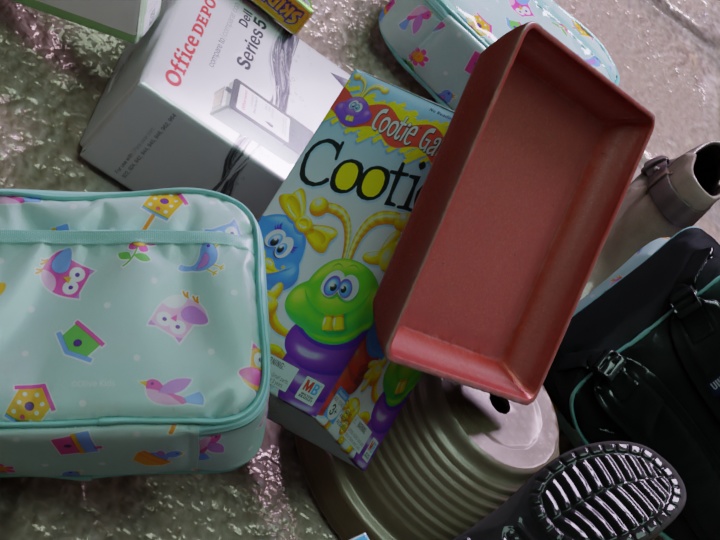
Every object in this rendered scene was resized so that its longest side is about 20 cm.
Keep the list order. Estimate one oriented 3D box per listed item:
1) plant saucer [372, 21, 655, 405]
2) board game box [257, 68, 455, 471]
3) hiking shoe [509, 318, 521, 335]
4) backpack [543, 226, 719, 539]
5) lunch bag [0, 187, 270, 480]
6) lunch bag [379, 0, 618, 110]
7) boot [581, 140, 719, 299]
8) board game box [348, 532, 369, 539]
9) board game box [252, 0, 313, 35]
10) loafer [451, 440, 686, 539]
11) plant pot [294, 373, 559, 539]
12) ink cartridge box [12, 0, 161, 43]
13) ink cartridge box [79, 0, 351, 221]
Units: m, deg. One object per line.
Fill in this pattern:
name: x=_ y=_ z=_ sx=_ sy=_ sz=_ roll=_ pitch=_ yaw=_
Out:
plant saucer: x=0.087 y=-0.030 z=1.042 sx=0.037 sy=0.200 sz=0.200 roll=24 pitch=1 yaw=33
board game box: x=0.000 y=0.000 z=1.072 sx=0.103 sy=0.201 sz=0.105 roll=26 pitch=-13 yaw=25
hiking shoe: x=0.087 y=0.020 z=1.215 sx=0.200 sy=0.086 sz=0.075 roll=-7 pitch=87 yaw=-75
backpack: x=0.232 y=0.089 z=1.262 sx=0.200 sy=0.176 sz=0.153 roll=51 pitch=-1 yaw=-21
lunch bag: x=-0.150 y=0.029 z=0.969 sx=0.199 sy=0.077 sz=0.161 roll=1 pitch=61 yaw=-8
lunch bag: x=0.117 y=-0.185 z=1.458 sx=0.200 sy=0.077 sz=0.160 roll=44 pitch=38 yaw=-5
boot: x=0.214 y=-0.025 z=1.368 sx=0.070 sy=0.146 sz=0.200 roll=43 pitch=38 yaw=-9
board game box: x=-0.013 y=0.257 z=0.918 sx=0.147 sy=0.064 sz=0.200 roll=-20 pitch=60 yaw=-29
board game box: x=-0.080 y=-0.222 z=1.295 sx=0.095 sy=0.030 sz=0.200 roll=38 pitch=12 yaw=-11
loafer: x=0.111 y=0.171 z=1.093 sx=0.199 sy=0.071 sz=0.073 roll=-24 pitch=63 yaw=-19
plant pot: x=0.062 y=0.108 z=1.153 sx=0.200 sy=0.093 sz=0.202 roll=24 pitch=44 yaw=-26
ink cartridge box: x=-0.188 y=-0.254 z=1.109 sx=0.145 sy=0.201 sz=0.048 roll=20 pitch=40 yaw=7
ink cartridge box: x=-0.072 y=-0.090 z=1.202 sx=0.200 sy=0.084 sz=0.146 roll=34 pitch=40 yaw=-17
